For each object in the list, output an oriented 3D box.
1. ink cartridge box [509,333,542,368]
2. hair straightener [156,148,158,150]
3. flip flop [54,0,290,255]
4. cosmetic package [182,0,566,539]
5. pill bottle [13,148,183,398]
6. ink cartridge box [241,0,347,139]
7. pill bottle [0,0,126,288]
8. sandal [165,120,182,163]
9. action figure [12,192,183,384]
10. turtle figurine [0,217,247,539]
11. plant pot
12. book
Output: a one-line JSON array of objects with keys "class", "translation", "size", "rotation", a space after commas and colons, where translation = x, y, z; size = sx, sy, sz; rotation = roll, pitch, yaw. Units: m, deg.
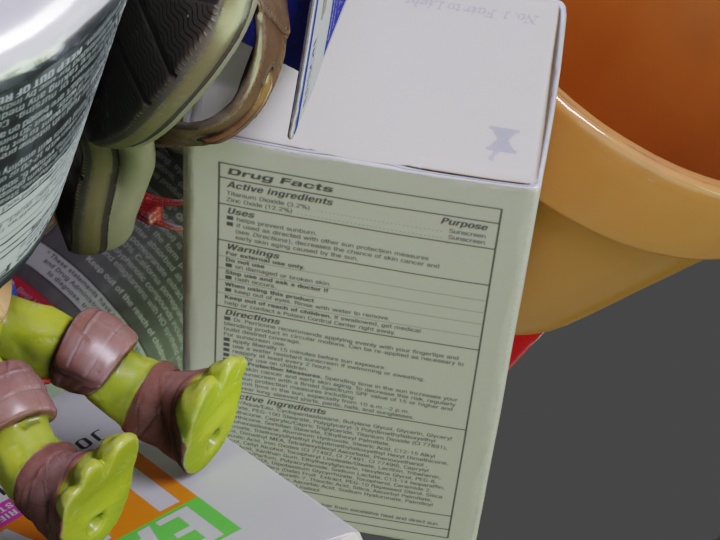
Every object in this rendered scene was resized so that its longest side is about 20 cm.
[{"class": "ink cartridge box", "translation": [0.012, -0.037, 1.267], "size": [0.116, 0.200, 0.067], "rotation": [-50, 175, 32]}, {"class": "hair straightener", "translation": [-0.076, -0.074, 0.873], "size": [0.077, 0.041, 0.200], "rotation": [-5, -157, 4]}, {"class": "flip flop", "translation": [-0.050, -0.058, 0.679], "size": [0.057, 0.081, 0.200], "rotation": [-11, 164, -15]}, {"class": "cosmetic package", "translation": [0.000, 0.000, 0.823], "size": [0.200, 0.103, 0.073], "rotation": [97, 4, -54]}, {"class": "pill bottle", "translation": [-0.091, -0.008, 1.133], "size": [0.200, 0.111, 0.111], "rotation": [-44, 175, -29]}, {"class": "ink cartridge box", "translation": [-0.006, -0.128, 0.736], "size": [0.200, 0.037, 0.095], "rotation": [-76, 176, -55]}, {"class": "pill bottle", "translation": [-0.113, -0.048, 0.603], "size": [0.106, 0.106, 0.200], "rotation": [-45, 175, -24]}, {"class": "sandal", "translation": [-0.024, -0.131, 1.038], "size": [0.057, 0.080, 0.201], "rotation": [34, 88, -42]}, {"class": "action figure", "translation": [-0.118, 0.025, 0.973], "size": [0.065, 0.099, 0.200], "rotation": [-50, 152, -40]}, {"class": "turtle figurine", "translation": [-0.123, 0.013, 0.751], "size": [0.200, 0.161, 0.065], "rotation": [-22, 144, -58]}, {"class": "plant pot", "translation": [0.068, -0.069, 0.923], "size": [0.200, 0.200, 0.140], "rotation": [-42, 176, -47]}, {"class": "book", "translation": [-0.087, 0.093, 0.776], "size": [0.133, 0.048, 0.200], "rotation": [-31, -159, -16]}]
